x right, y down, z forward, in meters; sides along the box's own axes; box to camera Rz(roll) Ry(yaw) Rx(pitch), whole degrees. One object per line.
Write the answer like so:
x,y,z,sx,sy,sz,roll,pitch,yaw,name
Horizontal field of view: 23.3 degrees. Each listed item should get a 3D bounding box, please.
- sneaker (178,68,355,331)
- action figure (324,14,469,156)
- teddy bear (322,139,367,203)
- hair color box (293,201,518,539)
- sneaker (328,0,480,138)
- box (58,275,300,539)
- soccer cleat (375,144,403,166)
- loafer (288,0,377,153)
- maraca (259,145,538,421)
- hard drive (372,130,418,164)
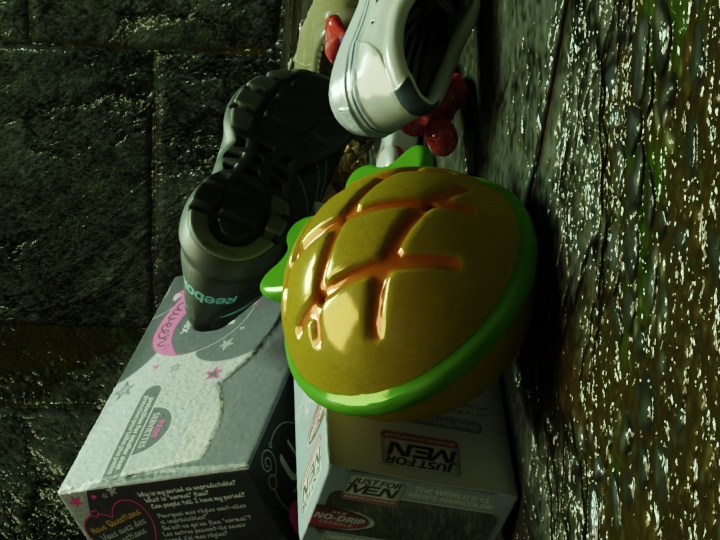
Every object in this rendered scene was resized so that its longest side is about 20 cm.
-0.059,-0.046,1.017,0.200,0.075,0.079,-60,-10,-46,sneaker
0.026,-0.116,1.089,0.200,0.065,0.052,-119,19,-63,action figure
-0.038,-0.031,1.283,0.145,0.067,0.200,-49,-43,-19,teddy bear
0.018,0.056,0.929,0.200,0.099,0.061,-95,20,-49,hair color box
0.042,-0.169,1.006,0.071,0.073,0.201,-5,65,43,sneaker
-0.068,0.093,1.025,0.115,0.132,0.200,64,-150,-29,box
0.000,0.000,1.243,0.069,0.085,0.201,-95,8,-51,soccer cleat
-0.015,-0.145,1.272,0.200,0.076,0.068,120,154,-60,loafer
0.015,0.001,0.850,0.107,0.137,0.200,52,179,-30,maraca
0.030,-0.175,1.295,0.132,0.027,0.201,-101,14,-65,hard drive
